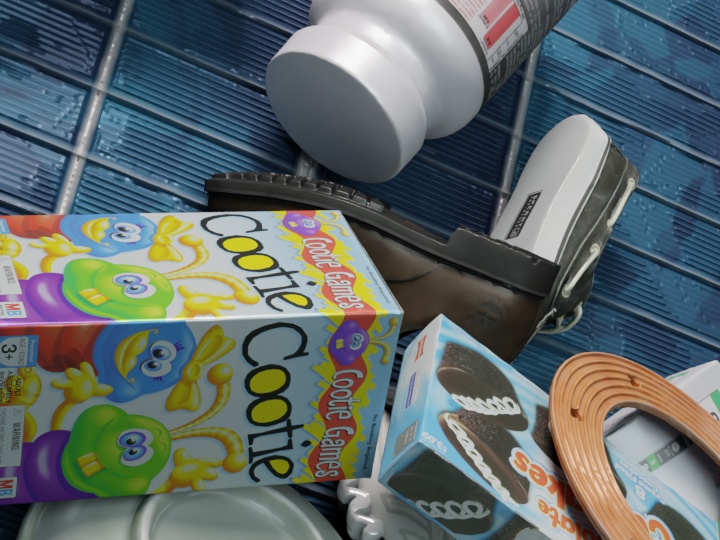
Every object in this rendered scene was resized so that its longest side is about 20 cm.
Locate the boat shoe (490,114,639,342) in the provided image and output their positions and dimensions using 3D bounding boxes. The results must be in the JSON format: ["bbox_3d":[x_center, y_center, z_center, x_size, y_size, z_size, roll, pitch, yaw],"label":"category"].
[{"bbox_3d":[0.106,0.003,1.072,0.064,0.071,0.200,40,67,-23],"label":"boat shoe"}]

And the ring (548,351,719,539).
[{"bbox_3d":[0.170,0.127,0.965,0.200,0.019,0.200,32,30,-21],"label":"ring"}]

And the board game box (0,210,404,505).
[{"bbox_3d":[-0.095,0.040,0.906,0.200,0.103,0.105,-2,121,-21],"label":"board game box"}]

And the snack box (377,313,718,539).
[{"bbox_3d":[0.102,0.120,0.944,0.200,0.037,0.116,37,29,-14],"label":"snack box"}]

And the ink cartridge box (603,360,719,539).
[{"bbox_3d":[0.169,0.164,1.033,0.200,0.050,0.161,-29,90,-38],"label":"ink cartridge box"}]

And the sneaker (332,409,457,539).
[{"bbox_3d":[0.040,0.148,0.956,0.081,0.075,0.200,-25,49,4],"label":"sneaker"}]

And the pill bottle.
[{"bbox_3d":[0.043,-0.148,1.058,0.116,0.116,0.200,46,60,-9],"label":"pill bottle"}]

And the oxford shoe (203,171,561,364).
[{"bbox_3d":[0.000,0.000,0.997,0.200,0.073,0.084,21,96,13],"label":"oxford shoe"}]

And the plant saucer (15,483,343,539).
[{"bbox_3d":[-0.069,0.154,0.904,0.200,0.050,0.200,20,39,-17],"label":"plant saucer"}]
